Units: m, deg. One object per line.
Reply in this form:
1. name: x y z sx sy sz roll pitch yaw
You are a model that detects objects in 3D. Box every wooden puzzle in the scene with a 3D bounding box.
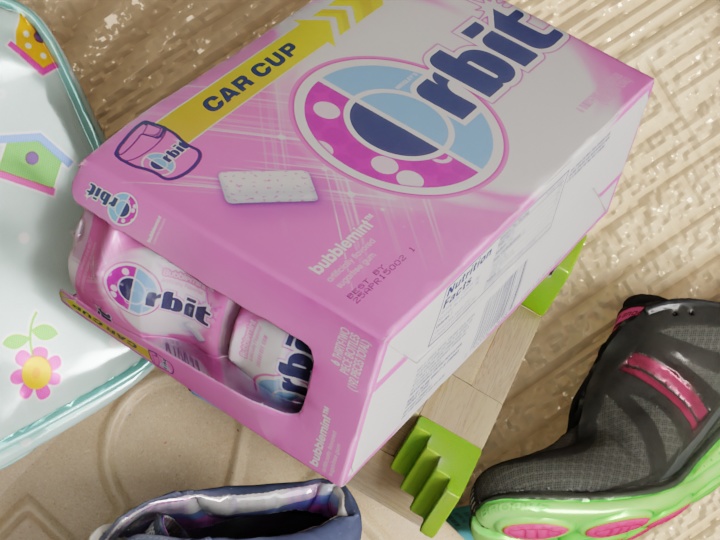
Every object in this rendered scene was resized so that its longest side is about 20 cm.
1. wooden puzzle: -0.072 0.124 0.759 0.200 0.046 0.185 44 80 -1

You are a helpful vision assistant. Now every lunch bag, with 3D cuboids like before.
1. lunch bag: -0.172 0.011 0.691 0.199 0.077 0.161 -27 98 -11

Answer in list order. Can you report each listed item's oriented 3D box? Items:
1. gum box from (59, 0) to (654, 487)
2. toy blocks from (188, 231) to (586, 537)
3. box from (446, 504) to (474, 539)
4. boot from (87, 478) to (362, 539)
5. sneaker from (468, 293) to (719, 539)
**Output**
1. gum box: 0.001 -0.025 0.671 0.113 0.200 0.066 30 132 17
2. toy blocks: 0.000 0.000 0.755 0.136 0.100 0.200 29 43 1
3. box: -0.027 0.155 0.809 0.199 0.049 0.083 -12 93 -7
4. boot: -0.094 0.123 0.681 0.199 0.073 0.091 -8 117 -17
5. sneaker: 0.113 0.057 0.801 0.199 0.077 0.084 -24 79 -35
